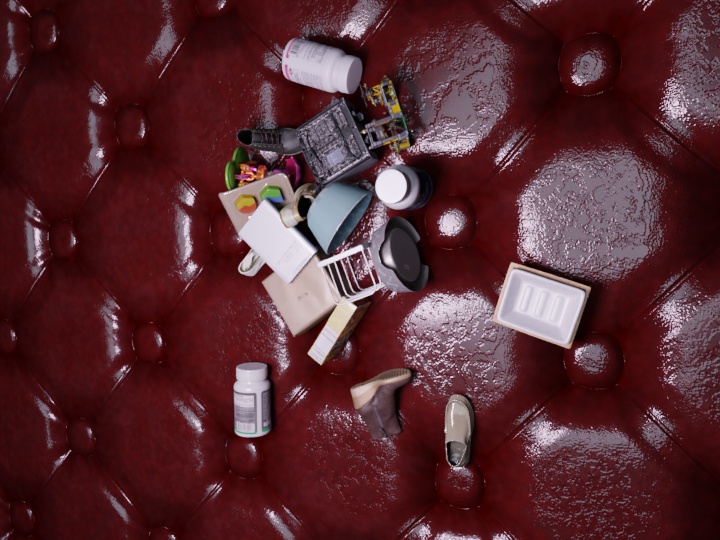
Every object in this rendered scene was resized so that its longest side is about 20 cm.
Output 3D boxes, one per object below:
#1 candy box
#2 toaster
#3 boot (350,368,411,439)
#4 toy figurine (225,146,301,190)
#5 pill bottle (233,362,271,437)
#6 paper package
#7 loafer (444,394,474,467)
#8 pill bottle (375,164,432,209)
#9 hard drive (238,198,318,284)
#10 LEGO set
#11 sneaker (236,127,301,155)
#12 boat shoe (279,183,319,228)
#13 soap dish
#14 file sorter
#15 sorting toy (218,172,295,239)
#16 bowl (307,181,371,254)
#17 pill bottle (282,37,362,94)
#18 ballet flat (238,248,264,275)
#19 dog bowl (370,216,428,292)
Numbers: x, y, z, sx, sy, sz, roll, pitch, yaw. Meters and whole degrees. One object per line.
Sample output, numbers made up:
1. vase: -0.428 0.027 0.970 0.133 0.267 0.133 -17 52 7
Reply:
1. candy box: -0.058 0.159 1.662 0.055 0.115 0.201 36 107 15
2. toaster: -0.066 -0.335 1.611 0.198 0.118 0.183 -28 84 22
3. boot: 0.082 0.374 1.667 0.198 0.072 0.168 -23 99 21
4. toy figurine: -0.261 -0.274 1.675 0.181 0.200 0.152 1 104 9
5. pill bottle: -0.327 0.389 1.796 0.112 0.113 0.203 3 96 21
6. paper package: -0.149 0.052 1.695 0.199 0.103 0.192 -36 82 22
7. loafer: 0.263 0.435 1.586 0.075 0.068 0.203 -1 95 22
8. pill bottle: 0.108 -0.211 1.510 0.110 0.200 0.113 3 97 21
9. hard drive: -0.227 -0.078 1.631 0.200 0.025 0.132 45 111 5
10. LEGO set: 0.050 -0.391 1.541 0.114 0.154 0.203 -18 96 5
11. sneaker: -0.248 -0.369 1.688 0.197 0.106 0.076 2 96 22
12. boat shoe: -0.149 -0.183 1.624 0.066 0.201 0.074 -15 120 31
13. soap dish: 0.446 0.083 1.469 0.198 0.081 0.159 19 102 19
14. file sorter: 0.000 0.000 1.580 0.137 0.200 0.126 -21 92 22
15. sorting toy: -0.274 -0.172 1.664 0.197 0.186 0.037 -16 48 1
16. bowl: -0.068 -0.154 1.581 0.105 0.201 0.202 36 107 6
17. pill bottle: -0.102 -0.550 1.607 0.198 0.113 0.115 22 103 19
18. ballet flat: -0.296 -0.060 1.763 0.069 0.069 0.200 44 109 12
19. dog bowl: 0.099 -0.035 1.541 0.058 0.199 0.203 -20 88 35
